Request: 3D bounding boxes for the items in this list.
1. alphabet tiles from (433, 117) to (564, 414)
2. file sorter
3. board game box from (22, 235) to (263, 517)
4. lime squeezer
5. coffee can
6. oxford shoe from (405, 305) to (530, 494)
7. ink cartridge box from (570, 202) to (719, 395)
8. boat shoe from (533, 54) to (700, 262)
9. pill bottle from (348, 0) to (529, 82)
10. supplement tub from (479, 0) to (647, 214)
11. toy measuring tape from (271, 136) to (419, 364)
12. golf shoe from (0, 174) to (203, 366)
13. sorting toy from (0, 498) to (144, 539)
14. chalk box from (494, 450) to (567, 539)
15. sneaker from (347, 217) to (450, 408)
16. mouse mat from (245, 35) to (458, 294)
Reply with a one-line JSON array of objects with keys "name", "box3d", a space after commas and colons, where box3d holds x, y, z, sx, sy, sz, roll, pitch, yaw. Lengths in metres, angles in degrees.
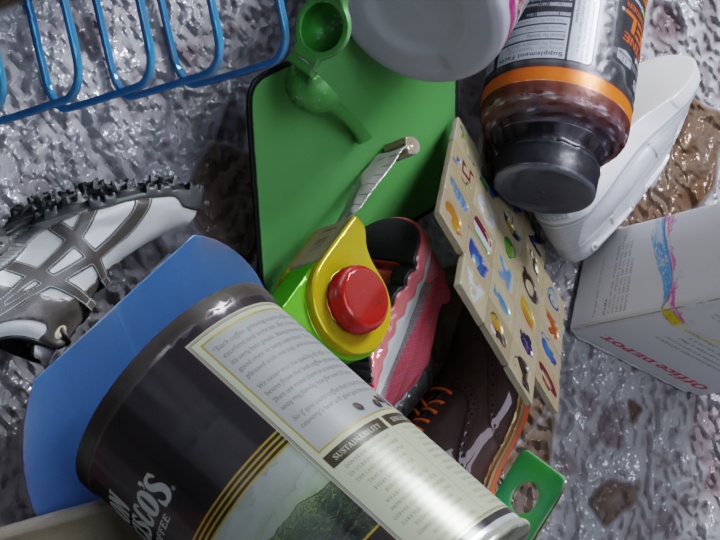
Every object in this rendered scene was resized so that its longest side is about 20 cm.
[{"name": "alphabet tiles", "box3d": [0.096, -0.005, 1.151, 0.167, 0.006, 0.200, 58, 23, -24]}, {"name": "file sorter", "box3d": [-0.159, -0.156, 0.981, 0.200, 0.139, 0.123, -15, 95, -37]}, {"name": "board game box", "box3d": [-0.130, 0.075, 1.012, 0.200, 0.039, 0.158, -45, 135, -31]}, {"name": "lime squeezer", "box3d": [-0.010, -0.132, 1.007, 0.071, 0.200, 0.038, -20, 53, -22]}, {"name": "coffee can", "box3d": [-0.031, 0.124, 0.920, 0.200, 0.146, 0.146, 40, 54, 18]}, {"name": "oxford shoe", "box3d": [0.062, 0.101, 1.145, 0.072, 0.071, 0.200, 19, 72, -29]}, {"name": "ink cartridge box", "box3d": [0.272, 0.020, 1.230, 0.148, 0.200, 0.086, 27, 68, -31]}, {"name": "boat shoe", "box3d": [0.196, -0.084, 1.278, 0.200, 0.072, 0.069, -53, 135, -37]}, {"name": "pill bottle", "box3d": [0.070, -0.220, 1.081, 0.113, 0.113, 0.200, 48, 48, -20]}, {"name": "supplement tub", "box3d": [0.142, -0.142, 1.208, 0.107, 0.107, 0.200, 26, 63, -31]}, {"name": "toy measuring tape", "box3d": [0.000, 0.000, 1.072, 0.074, 0.074, 0.200, 51, 48, -19]}, {"name": "golf shoe", "box3d": [-0.176, 0.002, 0.989, 0.200, 0.078, 0.095, -19, 100, -28]}, {"name": "sorting toy", "box3d": [-0.140, 0.225, 0.918, 0.185, 0.036, 0.200, -9, 76, -50]}, {"name": "chalk box", "box3d": [0.054, 0.199, 1.048, 0.200, 0.124, 0.124, -46, 111, -6]}, {"name": "sneaker", "box3d": [0.009, 0.069, 1.111, 0.087, 0.074, 0.200, 45, 65, -46]}, {"name": "mouse mat", "box3d": [0.000, -0.082, 1.112, 0.200, 0.008, 0.161, -30, 130, -39]}]
